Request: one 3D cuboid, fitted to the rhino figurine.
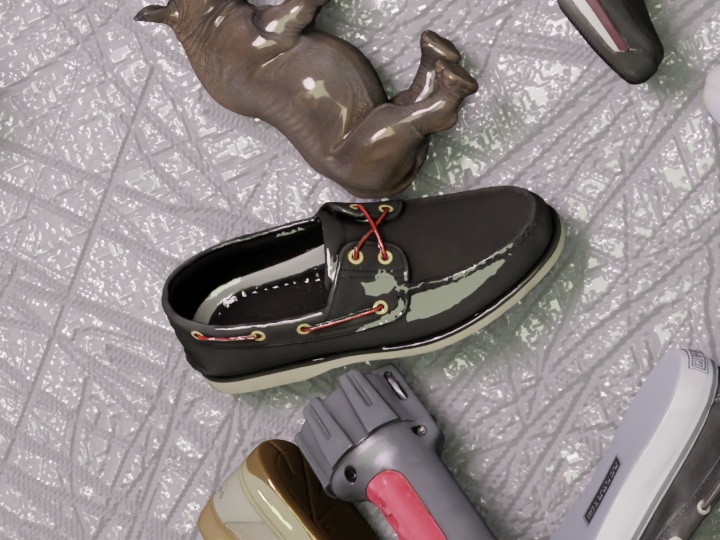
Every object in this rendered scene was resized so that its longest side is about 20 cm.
[{"bbox_3d":[-0.038,-0.112,1.203,0.200,0.060,0.088,36,110,14],"label":"rhino figurine"}]

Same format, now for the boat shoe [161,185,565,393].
[{"bbox_3d":[0.000,0.002,1.184,0.200,0.063,0.074,-18,47,15],"label":"boat shoe"}]

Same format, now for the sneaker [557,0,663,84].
[{"bbox_3d":[0.118,-0.197,1.156,0.115,0.076,0.201,-32,83,10],"label":"sneaker"}]

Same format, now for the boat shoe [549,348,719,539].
[{"bbox_3d":[0.134,0.133,1.167,0.066,0.070,0.201,24,103,-12],"label":"boat shoe"}]

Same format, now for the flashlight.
[{"bbox_3d":[0.034,0.138,1.153,0.200,0.067,0.068,53,132,34],"label":"flashlight"}]

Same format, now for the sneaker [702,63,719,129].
[{"bbox_3d":[0.212,0.000,1.135,0.200,0.076,0.105,46,102,8],"label":"sneaker"}]

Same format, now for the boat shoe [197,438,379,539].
[{"bbox_3d":[-0.005,0.179,1.203,0.066,0.074,0.200,-40,80,25],"label":"boat shoe"}]
